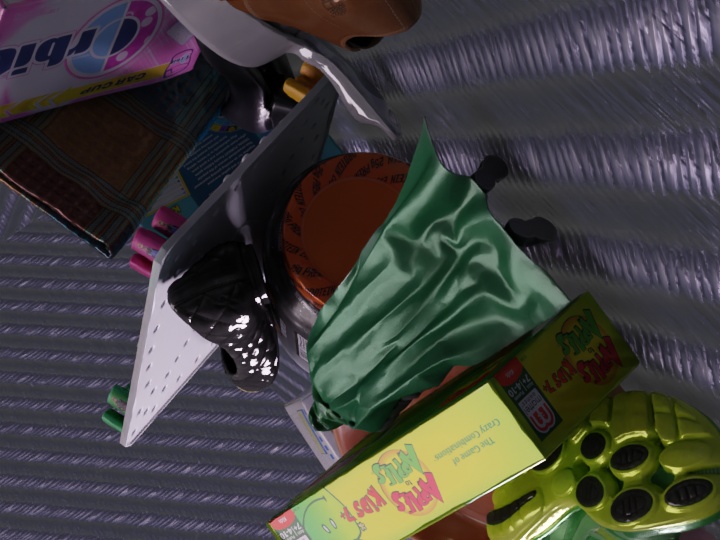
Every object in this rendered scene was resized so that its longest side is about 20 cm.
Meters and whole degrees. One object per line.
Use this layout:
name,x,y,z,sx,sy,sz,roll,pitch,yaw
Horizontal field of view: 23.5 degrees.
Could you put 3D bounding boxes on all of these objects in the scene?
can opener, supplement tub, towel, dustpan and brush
can opener,-0.070,-0.141,1.143,0.078,0.064,0.200,7,165,13
supplement tub,0.000,0.000,1.082,0.123,0.122,0.200,53,171,9
towel,-0.178,-0.112,1.154,0.146,0.201,0.022,35,134,-6
dustpan and brush,-0.052,-0.145,0.990,0.201,0.057,0.140,55,-158,-1

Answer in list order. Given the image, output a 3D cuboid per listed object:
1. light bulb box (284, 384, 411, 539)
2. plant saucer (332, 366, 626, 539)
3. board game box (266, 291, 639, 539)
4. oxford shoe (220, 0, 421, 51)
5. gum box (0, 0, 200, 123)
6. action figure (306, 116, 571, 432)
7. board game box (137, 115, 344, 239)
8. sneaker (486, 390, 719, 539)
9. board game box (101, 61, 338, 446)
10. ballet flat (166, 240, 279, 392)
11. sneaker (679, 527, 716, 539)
light bulb box,0.044,0.156,1.435,0.199,0.124,0.200,56,171,1
plant saucer,0.077,0.099,0.999,0.199,0.032,0.202,16,132,18
board game box,0.045,0.093,0.912,0.048,0.101,0.200,52,134,1
oxford shoe,-0.023,-0.139,0.865,0.071,0.071,0.200,48,175,-19
gum box,-0.173,-0.169,1.102,0.066,0.199,0.114,53,139,18
action figure,0.024,0.025,0.915,0.119,0.054,0.200,56,132,18
board game box,-0.111,-0.087,1.268,0.201,0.150,0.047,52,172,20
sneaker,0.140,0.112,0.893,0.083,0.075,0.200,19,161,-19
board game box,-0.088,-0.013,1.079,0.026,0.200,0.201,32,141,10
ballet flat,-0.082,0.030,1.055,0.200,0.056,0.067,87,167,-70
sneaker,0.221,0.222,0.913,0.075,0.104,0.202,7,-116,-45
